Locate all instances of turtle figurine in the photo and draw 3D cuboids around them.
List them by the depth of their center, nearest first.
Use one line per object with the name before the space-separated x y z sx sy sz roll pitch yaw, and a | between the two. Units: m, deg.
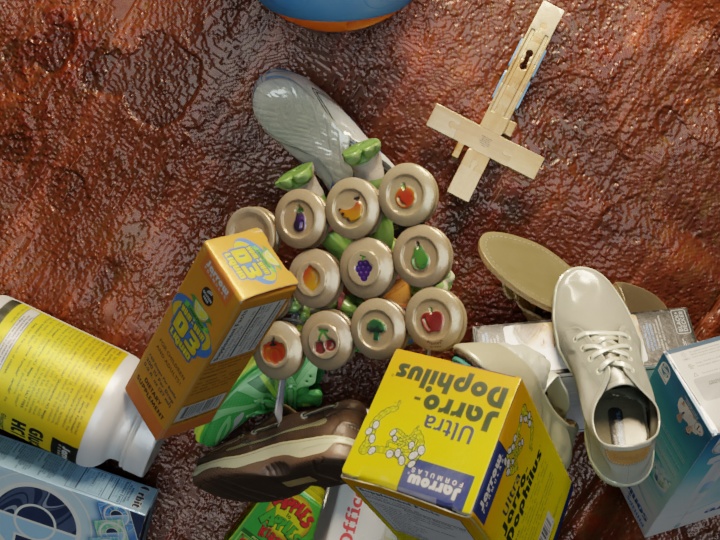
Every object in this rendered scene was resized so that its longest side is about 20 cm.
turtle figurine | 0.000 0.000 0.828 0.199 0.143 0.196 -36 109 -40

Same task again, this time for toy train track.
toy train track | 0.137 -0.158 0.910 0.114 0.033 0.202 27 90 5

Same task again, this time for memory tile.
memory tile | -0.017 0.003 0.787 0.198 0.017 0.156 -13 87 25

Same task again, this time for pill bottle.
pill bottle | -0.276 0.114 0.898 0.198 0.112 0.114 25 96 -2

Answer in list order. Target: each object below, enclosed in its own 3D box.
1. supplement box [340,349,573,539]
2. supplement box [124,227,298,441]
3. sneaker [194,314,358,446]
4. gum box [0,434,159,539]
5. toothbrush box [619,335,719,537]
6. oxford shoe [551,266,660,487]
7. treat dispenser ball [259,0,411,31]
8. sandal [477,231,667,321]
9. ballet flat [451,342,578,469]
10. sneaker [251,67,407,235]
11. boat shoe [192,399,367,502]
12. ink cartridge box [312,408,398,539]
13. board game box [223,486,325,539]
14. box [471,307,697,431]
supplement box | 0.084 0.166 0.752 0.108 0.201 0.110 10 61 31
supplement box | -0.130 0.057 0.809 0.067 0.068 0.201 52 128 22
sneaker | -0.078 0.108 0.916 0.199 0.074 0.084 -40 91 4
gum box | -0.311 0.256 0.923 0.198 0.045 0.172 19 115 -1
toothbrush box | 0.320 0.141 0.840 0.144 0.201 0.086 -14 53 -11
oxford shoe | 0.207 0.078 0.798 0.074 0.058 0.202 -6 56 3
treat dispenser ball | -0.022 -0.307 0.807 0.198 0.201 0.204 0 96 0
sandal | 0.190 0.036 0.911 0.209 0.078 0.070 19 134 -15
ballet flat | 0.136 0.100 0.795 0.069 0.070 0.200 -34 134 3
sneaker | -0.021 -0.113 0.899 0.072 0.073 0.200 -38 109 22
boat shoe | -0.070 0.163 0.881 0.200 0.076 0.075 -15 139 33
ink cartridge box | 0.066 0.230 0.891 0.197 0.084 0.147 17 67 -4
board game box | -0.030 0.292 0.948 0.199 0.048 0.102 38 94 -4
box | 0.203 0.099 0.889 0.197 0.117 0.061 -4 53 0
